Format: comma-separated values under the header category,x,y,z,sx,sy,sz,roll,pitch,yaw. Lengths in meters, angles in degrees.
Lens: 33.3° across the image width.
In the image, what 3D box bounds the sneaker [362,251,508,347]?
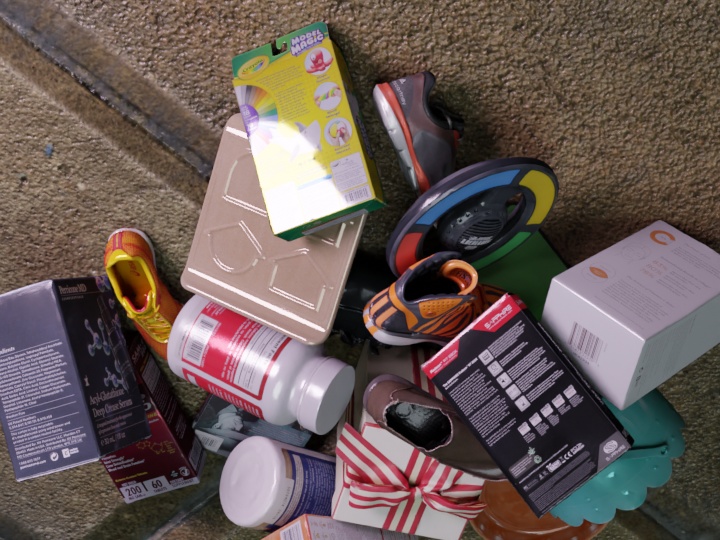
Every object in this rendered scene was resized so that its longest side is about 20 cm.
category,x,y,z,sx,sy,sz,roll,pitch,yaw
sneaker,0.109,0.032,1.288,0.199,0.078,0.112,-5,155,-36

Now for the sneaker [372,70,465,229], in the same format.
category,x,y,z,sx,sy,sz,roll,pitch,yaw
sneaker,0.082,-0.123,1.274,0.082,0.077,0.201,-26,130,1

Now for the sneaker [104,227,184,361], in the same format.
category,x,y,z,sx,sy,sz,roll,pitch,yaw
sneaker,-0.246,0.046,1.397,0.073,0.077,0.201,-19,125,12

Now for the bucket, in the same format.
category,x,y,z,sx,sy,sz,roll,pitch,yaw
bucket,0.261,0.183,1.419,0.207,0.208,0.135,-33,114,22

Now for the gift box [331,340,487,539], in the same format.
category,x,y,z,sx,sy,sz,roll,pitch,yaw
gift box,0.058,0.197,1.434,0.183,0.187,0.201,8,127,-5

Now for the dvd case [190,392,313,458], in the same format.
category,x,y,z,sx,sy,sz,roll,pitch,yaw
dvd case,-0.120,0.171,1.519,0.145,0.022,0.201,22,122,-14

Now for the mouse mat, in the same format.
category,x,y,z,sx,sy,sz,roll,pitch,yaw
mouse mat,0.171,0.034,1.395,0.161,0.008,0.200,-40,117,4

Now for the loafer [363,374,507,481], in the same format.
category,x,y,z,sx,sy,sz,roll,pitch,yaw
loafer,0.094,0.183,1.304,0.199,0.071,0.073,22,102,-9

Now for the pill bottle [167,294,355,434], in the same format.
category,x,y,z,sx,sy,sz,roll,pitch,yaw
pill bottle,-0.111,0.106,1.368,0.199,0.112,0.113,24,129,21

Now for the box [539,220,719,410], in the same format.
category,x,y,z,sx,sy,sz,roll,pitch,yaw
box,0.303,0.043,1.296,0.199,0.124,0.098,-25,138,-37

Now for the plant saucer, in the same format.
category,x,y,z,sx,sy,sz,roll,pitch,yaw
plant saucer,0.239,0.300,1.602,0.199,0.032,0.201,1,125,1

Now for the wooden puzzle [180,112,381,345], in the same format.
category,x,y,z,sx,sy,sz,roll,pitch,yaw
wooden puzzle,-0.083,-0.045,1.278,0.184,0.046,0.201,23,100,20

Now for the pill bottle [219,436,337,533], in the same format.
category,x,y,z,sx,sy,sz,roll,pitch,yaw
pill bottle,-0.070,0.283,1.520,0.199,0.111,0.111,24,126,-41

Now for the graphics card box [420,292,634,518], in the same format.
category,x,y,z,sx,sy,sz,roll,pitch,yaw
graphics card box,0.173,0.138,1.247,0.125,0.051,0.200,-41,78,12

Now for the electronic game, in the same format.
category,x,y,z,sx,sy,sz,roll,pitch,yaw
electronic game,0.119,-0.049,1.269,0.199,0.042,0.200,-21,152,-12

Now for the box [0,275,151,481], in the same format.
category,x,y,z,sx,sy,sz,roll,pitch,yaw
box,-0.333,0.116,1.352,0.106,0.148,0.201,-17,89,12

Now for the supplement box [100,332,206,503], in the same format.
category,x,y,z,sx,sy,sz,roll,pitch,yaw
supplement box,-0.283,0.185,1.493,0.108,0.061,0.201,-18,116,13

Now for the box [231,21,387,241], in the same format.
category,x,y,z,sx,sy,sz,roll,pitch,yaw
box,-0.056,-0.143,1.221,0.117,0.201,0.048,-19,168,15

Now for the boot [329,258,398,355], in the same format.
category,x,y,z,sx,sy,sz,roll,pitch,yaw
boot,0.000,0.000,1.364,0.162,0.074,0.199,17,123,-14

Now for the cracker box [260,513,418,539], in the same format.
category,x,y,z,sx,sy,sz,roll,pitch,yaw
cracker box,-0.036,0.359,1.490,0.199,0.058,0.134,19,136,-43
